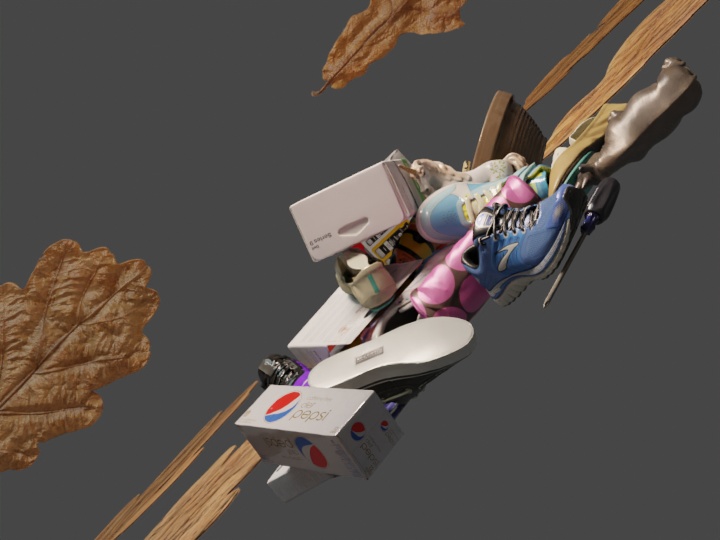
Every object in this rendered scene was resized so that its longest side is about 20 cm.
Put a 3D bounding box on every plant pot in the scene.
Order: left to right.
[{"bbox_3d":[0.225,-0.163,1.527,0.201,0.092,0.203,15,-90,-80],"label":"plant pot"}]

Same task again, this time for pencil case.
[{"bbox_3d":[0.145,-0.012,1.197,0.200,0.091,0.094,-47,5,1],"label":"pencil case"}]

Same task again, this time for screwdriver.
[{"bbox_3d":[0.222,-0.029,1.040,0.029,0.028,0.200,3,43,43],"label":"screwdriver"}]

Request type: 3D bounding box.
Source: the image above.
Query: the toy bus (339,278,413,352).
[{"bbox_3d":[0.020,0.105,1.409,0.200,0.065,0.078,-45,5,8],"label":"toy bus"}]

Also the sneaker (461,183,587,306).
[{"bbox_3d":[0.163,-0.033,1.061,0.079,0.089,0.200,-59,5,-34],"label":"sneaker"}]

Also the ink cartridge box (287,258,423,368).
[{"bbox_3d":[0.000,0.061,1.380,0.163,0.057,0.199,-48,21,-22],"label":"ink cartridge box"}]

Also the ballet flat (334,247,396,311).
[{"bbox_3d":[0.000,0.000,1.339,0.069,0.070,0.200,-45,16,-4],"label":"ballet flat"}]

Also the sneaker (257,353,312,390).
[{"bbox_3d":[-0.089,0.149,1.284,0.070,0.099,0.200,-51,-1,-7],"label":"sneaker"}]

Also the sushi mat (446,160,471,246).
[{"bbox_3d":[0.138,-0.062,1.506,0.096,0.012,0.202,-56,-22,-76],"label":"sushi mat"}]

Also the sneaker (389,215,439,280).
[{"bbox_3d":[0.069,-0.002,1.490,0.090,0.070,0.200,-53,-12,-19],"label":"sneaker"}]

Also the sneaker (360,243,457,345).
[{"bbox_3d":[0.083,0.042,1.294,0.200,0.075,0.087,-49,-2,-13],"label":"sneaker"}]

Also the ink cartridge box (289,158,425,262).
[{"bbox_3d":[0.003,-0.086,1.383,0.145,0.085,0.200,-25,2,12],"label":"ink cartridge box"}]

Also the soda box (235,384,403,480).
[{"bbox_3d":[-0.048,0.170,1.086,0.199,0.064,0.068,-5,35,52],"label":"soda box"}]

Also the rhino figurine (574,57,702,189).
[{"bbox_3d":[0.309,-0.156,1.153,0.200,0.060,0.088,-47,8,13],"label":"rhino figurine"}]

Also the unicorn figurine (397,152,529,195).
[{"bbox_3d":[0.151,-0.108,1.410,0.198,0.139,0.074,-21,2,-17],"label":"unicorn figurine"}]

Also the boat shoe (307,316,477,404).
[{"bbox_3d":[0.041,0.109,1.117,0.198,0.064,0.071,-19,34,20],"label":"boat shoe"}]

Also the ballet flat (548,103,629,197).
[{"bbox_3d":[0.277,-0.142,1.255,0.063,0.069,0.200,23,53,37],"label":"ballet flat"}]

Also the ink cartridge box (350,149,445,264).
[{"bbox_3d":[0.061,-0.056,1.619,0.175,0.200,0.084,-43,5,20],"label":"ink cartridge box"}]

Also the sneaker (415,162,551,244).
[{"bbox_3d":[0.176,-0.091,1.307,0.198,0.080,0.130,-17,-1,-19],"label":"sneaker"}]

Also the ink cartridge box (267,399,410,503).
[{"bbox_3d":[-0.009,0.175,1.199,0.200,0.041,0.200,-49,6,-35],"label":"ink cartridge box"}]
